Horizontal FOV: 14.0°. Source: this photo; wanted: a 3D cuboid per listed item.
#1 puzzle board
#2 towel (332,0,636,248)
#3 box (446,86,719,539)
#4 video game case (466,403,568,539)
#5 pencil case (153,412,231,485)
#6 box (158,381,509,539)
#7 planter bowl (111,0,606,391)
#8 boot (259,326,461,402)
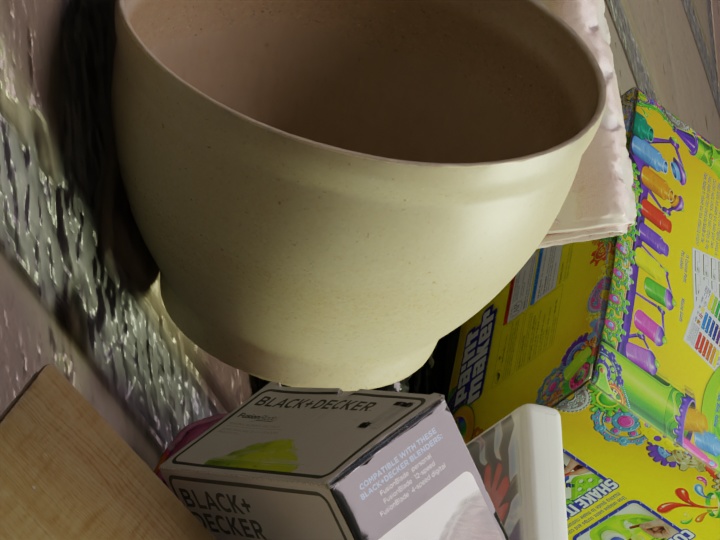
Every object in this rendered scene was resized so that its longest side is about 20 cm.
[{"bbox_3d":[-0.065,0.140,0.952,0.200,0.017,0.151,48,29,-9],"label":"puzzle board"},{"bbox_3d":[0.015,-0.100,1.288,0.032,0.190,0.201,19,62,-75],"label":"towel"},{"bbox_3d":[0.156,0.057,1.432,0.192,0.122,0.201,35,42,-20],"label":"box"},{"bbox_3d":[0.038,0.184,1.303,0.023,0.182,0.201,14,59,-27],"label":"video game case"},{"bbox_3d":[-0.023,0.126,1.209,0.200,0.087,0.088,54,31,-62],"label":"pencil case"},{"bbox_3d":[0.017,0.142,1.066,0.060,0.116,0.201,-34,110,-29],"label":"box"},{"bbox_3d":[-0.013,-0.038,1.190,0.201,0.199,0.135,-74,179,-60],"label":"planter bowl"},{"bbox_3d":[0.002,0.000,1.405,0.158,0.079,0.212,40,43,-70],"label":"boot"}]
